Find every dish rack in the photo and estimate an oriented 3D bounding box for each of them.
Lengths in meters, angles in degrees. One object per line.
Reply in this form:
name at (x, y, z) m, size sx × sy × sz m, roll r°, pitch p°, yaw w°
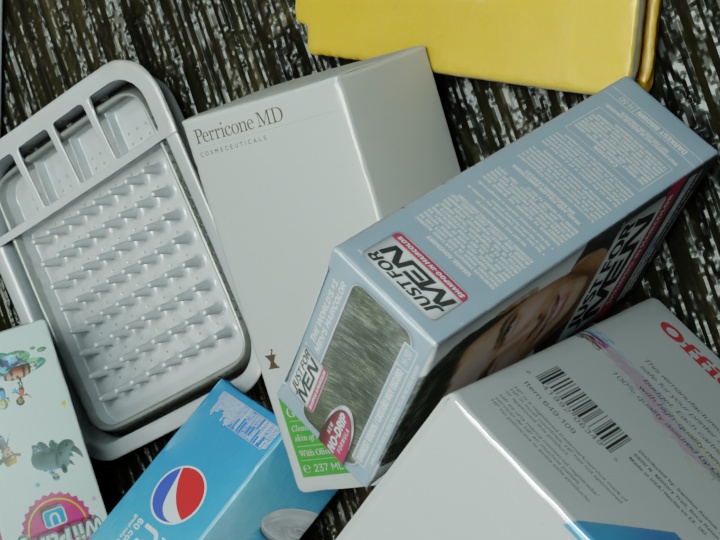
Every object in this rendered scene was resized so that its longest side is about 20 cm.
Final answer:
dish rack at (-0.135, -0.005, 0.942) m, size 0.171 × 0.043 × 0.202 m, roll -28°, pitch 83°, yaw 34°

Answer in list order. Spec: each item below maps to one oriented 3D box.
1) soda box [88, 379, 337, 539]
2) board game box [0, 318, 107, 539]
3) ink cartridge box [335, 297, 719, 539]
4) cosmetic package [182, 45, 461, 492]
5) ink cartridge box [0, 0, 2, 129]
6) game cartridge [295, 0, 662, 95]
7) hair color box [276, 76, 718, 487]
soda box at (-0.103, 0.162, 0.854) m, size 0.064 × 0.068 × 0.200 m, roll 29°, pitch 73°, yaw 40°
board game box at (-0.195, 0.137, 0.951) m, size 0.147 × 0.064 × 0.202 m, roll -17°, pitch 93°, yaw 70°
ink cartridge box at (0.101, 0.128, 0.712) m, size 0.147 × 0.199 × 0.147 m, roll 45°, pitch 121°, yaw 18°
cosmetic package at (0.000, 0.000, 0.813) m, size 0.107 × 0.085 × 0.202 m, roll -12°, pitch 101°, yaw 37°
ink cartridge box at (-0.295, -0.088, 0.972) m, size 0.083 × 0.144 × 0.202 m, roll 12°, pitch 105°, yaw 33°
game cartridge at (0.057, -0.184, 0.789) m, size 0.199 × 0.032 × 0.178 m, roll 14°, pitch 106°, yaw 34°
hair color box at (0.062, 0.000, 0.701) m, size 0.061 × 0.199 × 0.099 m, roll 43°, pitch 140°, yaw 19°
